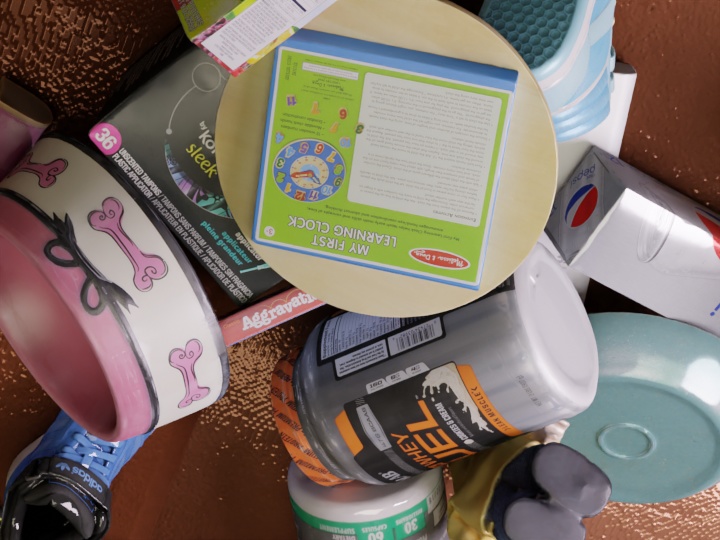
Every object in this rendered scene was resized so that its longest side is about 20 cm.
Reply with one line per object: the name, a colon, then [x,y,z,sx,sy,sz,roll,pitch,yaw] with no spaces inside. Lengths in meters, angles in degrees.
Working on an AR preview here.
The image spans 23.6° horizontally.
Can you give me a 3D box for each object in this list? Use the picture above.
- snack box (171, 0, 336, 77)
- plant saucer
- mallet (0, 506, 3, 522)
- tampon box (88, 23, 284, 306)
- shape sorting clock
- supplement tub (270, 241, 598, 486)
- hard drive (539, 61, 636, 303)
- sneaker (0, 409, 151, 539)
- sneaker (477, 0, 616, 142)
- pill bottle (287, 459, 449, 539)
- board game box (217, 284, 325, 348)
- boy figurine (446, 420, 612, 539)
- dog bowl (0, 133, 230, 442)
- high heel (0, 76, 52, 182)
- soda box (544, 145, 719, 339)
snack box: [-0.060,-0.227,0.970,0.142,0.201,0.053,-35,146,13]
plant saucer: [0.188,0.108,1.211,0.198,0.036,0.201,9,139,8]
mallet: [-0.193,0.224,1.288,0.199,0.041,0.066,16,112,-8]
tampon box: [-0.038,-0.108,1.059,0.199,0.126,0.150,-36,108,18]
shape sorting clock: [0.014,-0.065,0.984,0.198,0.039,0.202,4,112,9]
supplement tub: [0.047,0.067,1.141,0.199,0.123,0.123,-24,118,26]
hard drive: [0.102,-0.051,1.171,0.131,0.027,0.201,6,118,-7]
sneaker: [-0.181,0.122,1.191,0.077,0.111,0.200,38,109,-21]
sneaker: [0.134,-0.171,1.073,0.079,0.201,0.131,20,160,25]
pill bottle: [0.015,0.220,1.257,0.112,0.113,0.201,-9,118,0]
board game box: [0.000,0.000,1.100,0.199,0.103,0.020,-24,93,-4]
boy figurine: [0.100,0.155,1.170,0.064,0.200,0.125,30,80,-7]
dog bowl: [-0.171,0.019,1.075,0.074,0.200,0.201,-36,120,-25]
high heel: [-0.300,-0.113,1.092,0.199,0.068,0.096,29,118,-24]
soda box: [0.222,-0.006,1.166,0.199,0.064,0.068,26,111,-27]
